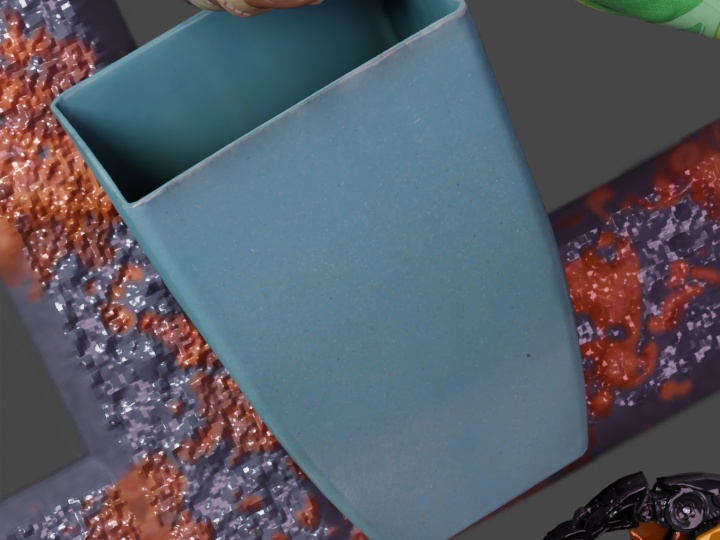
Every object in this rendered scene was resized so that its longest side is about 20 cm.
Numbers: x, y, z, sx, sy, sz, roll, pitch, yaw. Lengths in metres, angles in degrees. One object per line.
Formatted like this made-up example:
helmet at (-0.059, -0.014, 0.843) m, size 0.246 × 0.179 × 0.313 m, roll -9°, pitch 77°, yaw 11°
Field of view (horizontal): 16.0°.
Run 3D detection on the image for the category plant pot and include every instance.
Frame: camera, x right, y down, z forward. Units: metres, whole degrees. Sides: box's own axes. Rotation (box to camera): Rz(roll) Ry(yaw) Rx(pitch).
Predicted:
plant pot at (0.000, 0.000, 0.988) m, size 0.141 × 0.141 × 0.201 m, roll -31°, pitch 115°, yaw -6°

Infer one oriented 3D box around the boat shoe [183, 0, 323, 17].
boat shoe at (0.012, -0.165, 0.971) m, size 0.200 × 0.074 × 0.076 m, roll -48°, pitch 133°, yaw -16°

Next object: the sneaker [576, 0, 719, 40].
sneaker at (0.163, -0.119, 1.032) m, size 0.199 × 0.084 × 0.074 m, roll 18°, pitch 96°, yaw -15°

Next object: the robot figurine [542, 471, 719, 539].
robot figurine at (0.096, 0.167, 1.083) m, size 0.199 × 0.058 × 0.146 m, roll -27°, pitch 106°, yaw -7°
